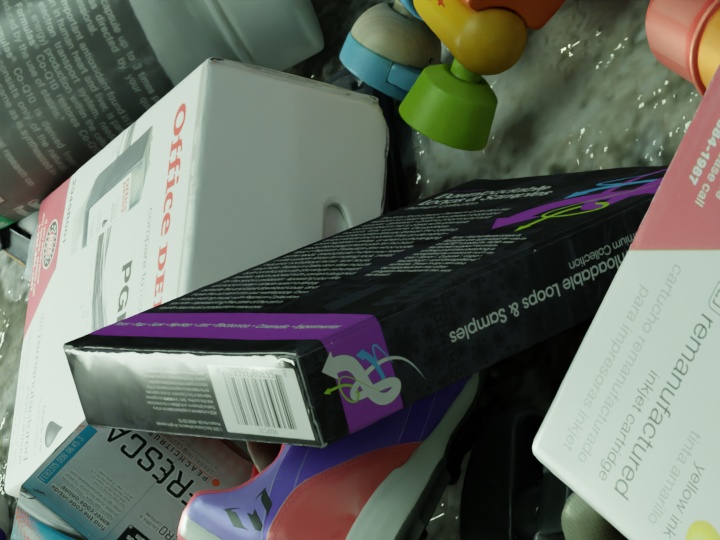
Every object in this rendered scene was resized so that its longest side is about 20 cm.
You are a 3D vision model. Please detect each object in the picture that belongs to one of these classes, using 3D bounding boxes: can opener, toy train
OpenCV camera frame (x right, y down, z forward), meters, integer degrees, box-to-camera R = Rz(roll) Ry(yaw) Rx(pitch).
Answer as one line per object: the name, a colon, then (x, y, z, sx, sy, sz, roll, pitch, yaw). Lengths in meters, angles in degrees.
can opener: (0.063, 0.145, 0.722, 0.066, 0.053, 0.200, -17, 60, 48)
toy train: (0.052, -0.096, 0.847, 0.116, 0.085, 0.200, -67, 26, 20)

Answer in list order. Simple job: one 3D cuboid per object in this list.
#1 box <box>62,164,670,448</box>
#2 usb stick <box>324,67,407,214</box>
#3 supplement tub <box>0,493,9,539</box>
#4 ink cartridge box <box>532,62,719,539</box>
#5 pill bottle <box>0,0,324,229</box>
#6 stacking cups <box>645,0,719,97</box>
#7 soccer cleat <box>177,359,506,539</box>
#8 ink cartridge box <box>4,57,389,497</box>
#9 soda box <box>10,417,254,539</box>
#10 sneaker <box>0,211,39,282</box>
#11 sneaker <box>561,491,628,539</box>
box: (0.018, 0.008, 0.756, 0.143, 0.200, 0.036, -1, 109, 54)
usb stick: (0.000, 0.000, 0.910, 0.055, 0.033, 0.200, -39, 42, 36)
supplement tub: (-0.257, 0.190, 1.047, 0.145, 0.145, 0.200, -14, 59, 50)
ink cartridge box: (0.160, 0.043, 0.561, 0.200, 0.083, 0.145, 41, 115, 38)
pill bottle: (-0.126, -0.101, 1.013, 0.200, 0.113, 0.113, -25, 45, 8)
stacking cups: (0.162, -0.056, 0.710, 0.061, 0.060, 0.200, -59, 30, 11)
soccer cleat: (0.002, 0.054, 0.767, 0.200, 0.073, 0.068, -56, -13, -59)
ink cartridge box: (-0.072, 0.016, 0.913, 0.200, 0.085, 0.146, -28, 53, 57)
soda box: (-0.095, 0.120, 0.848, 0.068, 0.064, 0.200, -48, -11, -31)
sneaker: (-0.153, -0.030, 1.097, 0.079, 0.079, 0.200, -60, 36, 7)
sneaker: (0.090, 0.137, 0.637, 0.081, 0.088, 0.200, -41, 33, 33)
